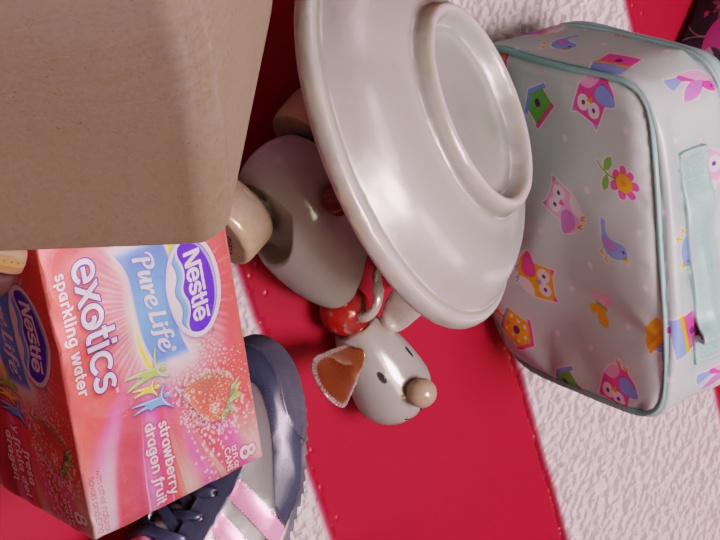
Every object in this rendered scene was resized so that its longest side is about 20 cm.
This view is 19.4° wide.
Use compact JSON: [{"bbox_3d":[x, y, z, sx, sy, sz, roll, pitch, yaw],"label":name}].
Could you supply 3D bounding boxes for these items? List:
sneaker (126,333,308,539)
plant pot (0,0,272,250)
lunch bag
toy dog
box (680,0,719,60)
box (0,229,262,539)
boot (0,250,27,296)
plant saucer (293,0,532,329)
[{"bbox_3d":[-0.083,0.129,1.039,0.082,0.070,0.201,5,98,-49],"label":"sneaker"},{"bbox_3d":[-0.124,-0.115,0.783,0.177,0.199,0.201,73,19,-49],"label":"plant pot"},{"bbox_3d":[0.137,-0.026,1.124,0.077,0.160,0.201,-22,115,-33],"label":"lunch bag"},{"bbox_3d":[0.000,0.000,1.058,0.200,0.096,0.132,35,80,-40],"label":"toy dog"},{"bbox_3d":[0.300,-0.136,1.202,0.115,0.200,0.133,28,84,-40],"label":"box"},{"bbox_3d":[-0.122,0.004,0.957,0.102,0.094,0.201,-23,117,-34],"label":"box"},{"bbox_3d":[-0.246,0.043,0.865,0.199,0.072,0.167,6,106,-20],"label":"boot"},{"bbox_3d":[0.039,-0.073,1.028,0.200,0.050,0.201,44,36,-45],"label":"plant saucer"}]
